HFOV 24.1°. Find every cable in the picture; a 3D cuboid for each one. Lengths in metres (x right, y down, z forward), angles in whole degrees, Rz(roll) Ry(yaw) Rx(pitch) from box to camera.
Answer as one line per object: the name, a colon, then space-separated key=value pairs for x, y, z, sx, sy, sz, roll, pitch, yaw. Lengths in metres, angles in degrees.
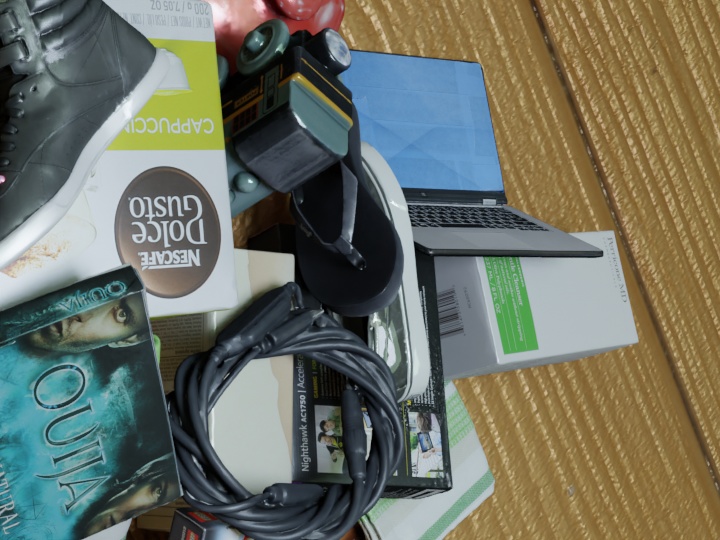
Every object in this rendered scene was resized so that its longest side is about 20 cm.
cable: x=-0.052 y=0.111 z=1.148 sx=0.164 sy=0.051 sz=0.200 roll=54 pitch=44 yaw=-10

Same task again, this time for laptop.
laptop: x=0.077 y=-0.095 z=1.357 sx=0.186 sy=0.200 sz=0.117 roll=0 pitch=109 yaw=-37

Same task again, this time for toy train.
toy train: x=-0.088 y=-0.088 z=1.144 sx=0.085 sy=0.199 sz=0.114 roll=41 pitch=33 yaw=-34

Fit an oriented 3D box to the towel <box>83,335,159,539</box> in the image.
towel: x=-0.206 y=0.123 z=1.059 sx=0.148 sy=0.031 sz=0.201 roll=-11 pitch=136 yaw=-29

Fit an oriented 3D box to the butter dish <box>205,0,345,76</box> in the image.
butter dish: x=-0.086 y=-0.192 z=1.225 sx=0.200 sy=0.147 sz=0.201 roll=47 pitch=58 yaw=-27

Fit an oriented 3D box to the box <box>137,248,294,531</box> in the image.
box: x=-0.105 y=0.087 z=1.216 sx=0.077 sy=0.095 sz=0.202 roll=6 pitch=83 yaw=-41

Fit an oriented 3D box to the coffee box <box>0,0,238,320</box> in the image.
coffee box: x=-0.217 y=-0.058 z=1.057 sx=0.199 sy=0.199 sz=0.199 roll=-4 pitch=88 yaw=-41

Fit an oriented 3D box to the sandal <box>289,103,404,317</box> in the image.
sandal: x=-0.024 y=-0.051 z=1.221 sx=0.043 sy=0.076 sz=0.201 roll=41 pitch=26 yaw=-52

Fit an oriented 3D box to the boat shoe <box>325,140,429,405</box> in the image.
boat shoe: x=0.000 y=0.000 z=1.251 sx=0.063 sy=0.071 sz=0.201 roll=-5 pitch=77 yaw=-37

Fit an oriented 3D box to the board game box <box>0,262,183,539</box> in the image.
board game box: x=-0.179 y=0.092 z=0.987 sx=0.135 sy=0.028 sz=0.201 roll=-22 pitch=141 yaw=-16

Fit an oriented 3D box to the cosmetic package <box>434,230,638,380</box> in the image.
cosmetic package: x=0.138 y=0.028 z=1.430 sx=0.199 sy=0.085 sz=0.108 roll=-7 pitch=81 yaw=-46

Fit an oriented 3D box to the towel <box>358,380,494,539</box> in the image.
towel: x=0.026 y=0.129 z=1.377 sx=0.149 sy=0.031 sz=0.201 roll=-36 pitch=107 yaw=-40

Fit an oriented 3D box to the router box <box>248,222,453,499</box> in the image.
router box: x=-0.008 y=0.071 z=1.298 sx=0.148 sy=0.051 sz=0.201 roll=8 pitch=70 yaw=-33

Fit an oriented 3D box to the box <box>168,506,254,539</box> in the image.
box: x=-0.096 y=0.256 z=1.155 sx=0.110 sy=0.035 sz=0.201 roll=1 pitch=107 yaw=-46

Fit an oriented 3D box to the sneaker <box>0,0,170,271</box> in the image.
sneaker: x=-0.189 y=-0.082 z=0.910 sx=0.099 sy=0.070 sz=0.201 roll=48 pitch=53 yaw=-25
